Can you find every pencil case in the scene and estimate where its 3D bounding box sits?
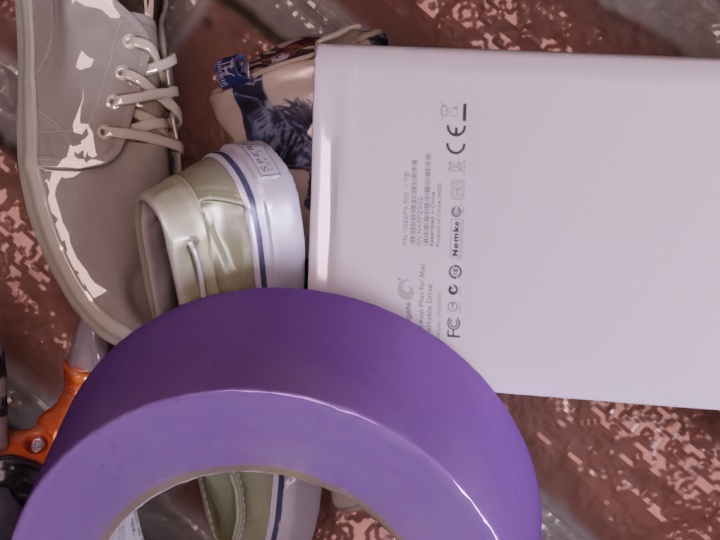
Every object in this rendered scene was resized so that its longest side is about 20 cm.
[{"bbox_3d":[0.000,0.000,1.213,0.077,0.089,0.201,-17,89,-9],"label":"pencil case"}]

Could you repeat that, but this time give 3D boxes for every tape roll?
[{"bbox_3d":[-0.032,0.114,1.135,0.199,0.085,0.201,4,117,8],"label":"tape roll"}]

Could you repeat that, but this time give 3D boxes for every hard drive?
[{"bbox_3d":[0.077,-0.018,1.131,0.199,0.026,0.133,4,96,18],"label":"hard drive"}]

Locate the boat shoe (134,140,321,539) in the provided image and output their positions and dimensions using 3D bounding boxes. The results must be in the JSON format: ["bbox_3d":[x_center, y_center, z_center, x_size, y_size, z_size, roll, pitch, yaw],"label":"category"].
[{"bbox_3d":[-0.059,0.041,1.193,0.062,0.072,0.201,-16,121,-22],"label":"boat shoe"}]

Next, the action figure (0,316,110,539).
[{"bbox_3d":[-0.181,0.097,1.221,0.199,0.105,0.195,-1,79,1],"label":"action figure"}]

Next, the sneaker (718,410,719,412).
[{"bbox_3d":[0.194,0.060,1.163,0.200,0.099,0.071,38,98,33],"label":"sneaker"}]

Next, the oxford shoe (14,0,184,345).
[{"bbox_3d":[-0.102,-0.067,1.213,0.058,0.075,0.201,-18,72,34],"label":"oxford shoe"}]
